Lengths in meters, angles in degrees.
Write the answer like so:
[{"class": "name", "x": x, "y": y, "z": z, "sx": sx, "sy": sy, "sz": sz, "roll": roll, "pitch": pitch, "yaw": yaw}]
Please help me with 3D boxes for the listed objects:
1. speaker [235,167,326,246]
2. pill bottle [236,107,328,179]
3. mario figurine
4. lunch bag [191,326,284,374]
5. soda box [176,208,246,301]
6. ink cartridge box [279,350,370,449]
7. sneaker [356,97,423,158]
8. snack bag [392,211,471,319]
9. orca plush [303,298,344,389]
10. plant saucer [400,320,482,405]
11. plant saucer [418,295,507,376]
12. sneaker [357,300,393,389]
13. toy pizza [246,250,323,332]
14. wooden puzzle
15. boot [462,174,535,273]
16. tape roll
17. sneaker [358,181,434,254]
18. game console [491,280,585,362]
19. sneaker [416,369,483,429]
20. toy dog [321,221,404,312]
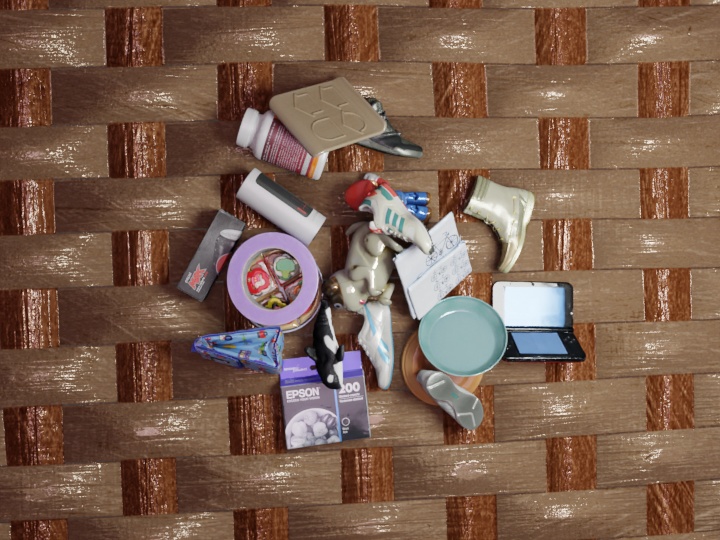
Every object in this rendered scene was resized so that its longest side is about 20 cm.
[{"class": "speaker", "x": -0.176, "y": -0.139, "z": 1.718, "sx": 0.199, "sy": 0.081, "sz": 0.082, "roll": 35, "pitch": 88, "yaw": -5}, {"class": "pill bottle", "x": -0.167, "y": -0.285, "z": 1.698, "sx": 0.198, "sy": 0.113, "sz": 0.114, "roll": 19, "pitch": 90, "yaw": -6}, {"class": "mario figurine", "x": 0.057, "y": -0.150, "z": 1.742, "sx": 0.198, "sy": 0.124, "sz": 0.107, "roll": 10, "pitch": 115, "yaw": -16}, {"class": "lunch bag", "x": -0.271, "y": 0.169, "z": 1.680, "sx": 0.198, "sy": 0.151, "sz": 0.095, "roll": 4, "pitch": 78, "yaw": -2}, {"class": "soda box", "x": -0.331, "y": -0.034, "z": 1.716, "sx": 0.070, "sy": 0.063, "sz": 0.201, "roll": 29, "pitch": 89, "yaw": -5}, {"class": "ink cartridge box", "x": -0.083, "y": 0.294, "z": 1.759, "sx": 0.196, "sy": 0.043, "sz": 0.202, "roll": -7, "pitch": 91, "yaw": -5}, {"class": "sneaker", "x": 0.058, "y": -0.322, "z": 1.736, "sx": 0.198, "sy": 0.076, "sz": 0.115, "roll": 19, "pitch": 96, "yaw": 0}, {"class": "snack bag", "x": 0.165, "y": -0.011, "z": 1.705, "sx": 0.188, "sy": 0.021, "sz": 0.201, "roll": -39, "pitch": 135, "yaw": -18}, {"class": "orca plush", "x": -0.088, "y": 0.165, "z": 1.703, "sx": 0.070, "sy": 0.105, "sz": 0.202, "roll": -5, "pitch": 98, "yaw": -30}, {"class": "plant saucer", "x": 0.194, "y": 0.216, "z": 1.785, "sx": 0.198, "sy": 0.037, "sz": 0.203, "roll": 0, "pitch": 91, "yaw": -6}, {"class": "plant saucer", "x": 0.229, "y": 0.153, "z": 1.732, "sx": 0.198, "sy": 0.036, "sz": 0.202, "roll": -1, "pitch": 59, "yaw": 2}, {"class": "sneaker", "x": 0.036, "y": 0.171, "z": 1.756, "sx": 0.080, "sy": 0.077, "sz": 0.202, "roll": -6, "pitch": 85, "yaw": 2}, {"class": "toy pizza", "x": -0.182, "y": 0.042, "z": 1.747, "sx": 0.198, "sy": 0.032, "sz": 0.203, "roll": 0, "pitch": 91, "yaw": -5}, {"class": "wooden puzzle", "x": -0.072, "y": -0.328, "z": 1.666, "sx": 0.199, "sy": 0.046, "sz": 0.186, "roll": -27, "pitch": 64, "yaw": -29}, {"class": "boot", "x": 0.305, "y": -0.106, "z": 1.769, "sx": 0.153, "sy": 0.072, "sz": 0.202, "roll": 17, "pitch": 85, "yaw": -6}, {"class": "tape roll", "x": -0.190, "y": 0.019, "z": 1.687, "sx": 0.198, "sy": 0.085, "sz": 0.202, "roll": 0, "pitch": 88, "yaw": -3}, {"class": "sneaker", "x": 0.073, "y": -0.091, "z": 1.618, "sx": 0.093, "sy": 0.070, "sz": 0.200, "roll": -36, "pitch": 65, "yaw": -3}, {"class": "game console", "x": 0.409, "y": 0.117, "z": 1.766, "sx": 0.198, "sy": 0.173, "sz": 0.120, "roll": 1, "pitch": 118, "yaw": -5}, {"class": "sneaker", "x": 0.205, "y": 0.285, "z": 1.740, "sx": 0.071, "sy": 0.080, "sz": 0.200, "roll": -49, "pitch": 115, "yaw": -9}, {"class": "toy dog", "x": 0.000, "y": 0.000, "z": 1.709, "sx": 0.193, "sy": 0.139, "sz": 0.201, "roll": 38, "pitch": 93, "yaw": 22}]
